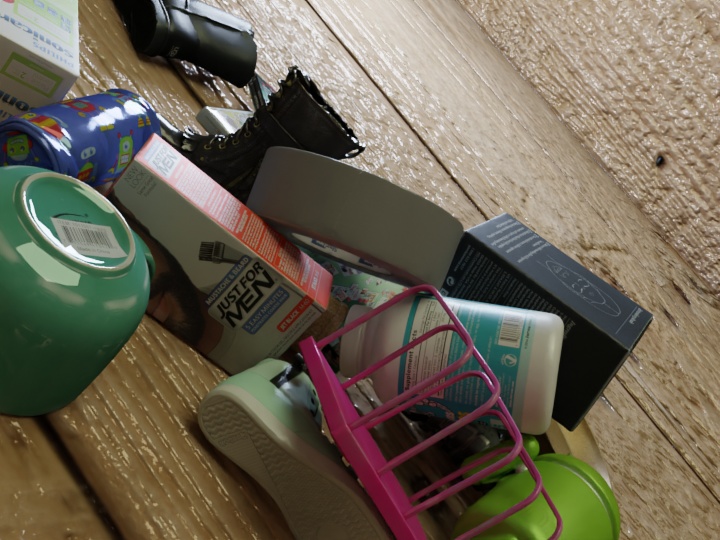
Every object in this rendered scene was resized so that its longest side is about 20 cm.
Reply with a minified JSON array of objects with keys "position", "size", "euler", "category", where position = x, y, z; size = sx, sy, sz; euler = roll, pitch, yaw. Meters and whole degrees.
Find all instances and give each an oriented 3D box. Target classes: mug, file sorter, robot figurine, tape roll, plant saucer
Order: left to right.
[{"position":[-0.220,-0.004,0.669],"size":[0.152,0.114,0.186],"euler":[38,25,-17],"category":"mug"},{"position":[-0.007,-0.044,0.890],"size":[0.198,0.067,0.200],"euler":[22,-4,1],"category":"tape roll"},{"position":[0.060,0.134,0.764],"size":[0.201,0.124,0.139],"euler":[61,0,-27],"category":"file sorter"},{"position":[0.160,0.241,0.865],"size":[0.199,0.115,0.177],"euler":[-23,88,-46],"category":"robot figurine"},{"position":[0.213,0.176,1.061],"size":[0.200,0.035,0.201],"euler":[49,22,-27],"category":"plant saucer"}]

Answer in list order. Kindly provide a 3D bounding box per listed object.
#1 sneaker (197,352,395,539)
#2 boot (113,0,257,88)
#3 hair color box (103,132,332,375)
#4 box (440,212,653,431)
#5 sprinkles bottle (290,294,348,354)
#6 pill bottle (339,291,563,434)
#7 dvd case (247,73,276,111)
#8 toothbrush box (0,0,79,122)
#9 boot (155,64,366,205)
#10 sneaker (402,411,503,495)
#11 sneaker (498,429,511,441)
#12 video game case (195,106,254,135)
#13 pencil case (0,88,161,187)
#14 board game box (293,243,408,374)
[{"position":[-0.031,0.151,0.782],"size":[0.201,0.074,0.118],"euler":[47,25,2],"category":"sneaker"},{"position":[-0.222,-0.328,1.217],"size":[0.167,0.076,0.202],"euler":[11,48,-47],"category":"boot"},{"position":[-0.134,-0.005,0.816],"size":[0.199,0.111,0.064],"euler":[39,24,-14],"category":"hair color box"},{"position":[0.183,0.046,0.998],"size":[0.199,0.108,0.148],"euler":[37,23,16],"category":"box"},{"position":[-0.105,-0.002,0.898],"size":[0.199,0.068,0.068],"euler":[40,24,-6],"category":"sprinkles bottle"},{"position":[0.083,0.081,0.890],"size":[0.197,0.112,0.111],"euler":[9,20,14],"category":"pill bottle"},{"position":[-0.075,-0.163,1.215],"size":[0.146,0.022,0.201],"euler":[38,18,-31],"category":"dvd case"},{"position":[-0.340,-0.234,0.872],"size":[0.145,0.086,0.201],"euler":[27,31,-35],"category":"toothbrush box"},{"position":[-0.114,-0.143,0.985],"size":[0.199,0.174,0.069],"euler":[39,25,-15],"category":"boot"},{"position":[0.128,0.145,0.993],"size":[0.200,0.075,0.115],"euler":[46,62,1],"category":"sneaker"},{"position":[0.129,0.125,1.096],"size":[0.201,0.069,0.099],"euler":[57,24,5],"category":"sneaker"},{"position":[-0.092,-0.118,1.135],"size":[0.182,0.023,0.200],"euler":[48,16,5],"category":"video game case"},{"position":[-0.245,-0.102,0.827],"size":[0.077,0.088,0.200],"euler":[10,21,11],"category":"pencil case"},{"position":[0.000,0.000,1.013],"size":[0.135,0.029,0.199],"euler":[49,53,6],"category":"board game box"}]
